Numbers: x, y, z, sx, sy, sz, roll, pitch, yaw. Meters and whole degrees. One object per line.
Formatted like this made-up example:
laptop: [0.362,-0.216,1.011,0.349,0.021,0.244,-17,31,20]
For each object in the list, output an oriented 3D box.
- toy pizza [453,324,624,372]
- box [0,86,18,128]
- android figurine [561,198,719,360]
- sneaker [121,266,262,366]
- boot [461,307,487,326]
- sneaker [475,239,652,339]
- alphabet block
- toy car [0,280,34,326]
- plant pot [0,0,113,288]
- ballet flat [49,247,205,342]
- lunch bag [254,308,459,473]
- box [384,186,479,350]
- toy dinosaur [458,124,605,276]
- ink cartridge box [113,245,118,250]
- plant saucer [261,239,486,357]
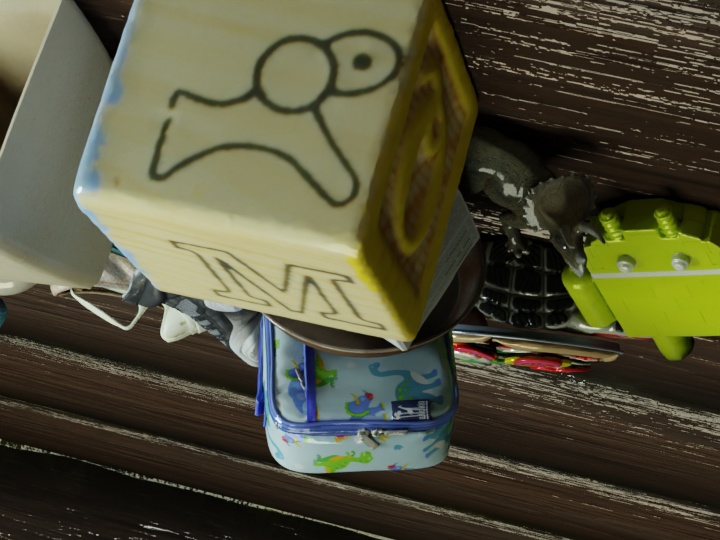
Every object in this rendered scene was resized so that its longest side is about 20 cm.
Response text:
toy pizza: [0.138,0.071,1.635,0.199,0.032,0.200,6,177,0]
box: [-0.301,-0.114,1.533,0.199,0.033,0.121,18,130,-11]
android figurine: [0.250,0.008,1.439,0.181,0.041,0.200,-1,146,29]
sneaker: [-0.137,0.018,1.549,0.113,0.076,0.200,10,157,15]
boot: [0.058,0.007,1.693,0.187,0.069,0.200,23,154,-7]
sneaker: [0.182,0.029,1.584,0.199,0.077,0.085,14,169,9]
alphabet block: [-0.049,-0.083,1.220,0.199,0.196,0.196,12,165,16]
toy car: [-0.361,-0.066,1.692,0.176,0.185,0.200,27,-166,-10]
plant pot: [-0.280,-0.085,1.389,0.199,0.201,0.177,5,157,33]
ballet flat: [-0.185,0.026,1.627,0.199,0.068,0.068,16,165,-3]
lunch bag: [-0.005,0.066,1.461,0.160,0.201,0.083,0,140,-2]
box: [-0.026,-0.046,1.364,0.199,0.113,0.101,30,169,22]
toy dinosaur: [0.104,-0.072,1.349,0.200,0.077,0.102,38,157,11]
ink cartridge box: [-0.139,-0.052,1.595,0.144,0.084,0.200,23,161,-27]
plant saucer: [0.000,0.000,1.441,0.199,0.201,0.035,13,136,8]
